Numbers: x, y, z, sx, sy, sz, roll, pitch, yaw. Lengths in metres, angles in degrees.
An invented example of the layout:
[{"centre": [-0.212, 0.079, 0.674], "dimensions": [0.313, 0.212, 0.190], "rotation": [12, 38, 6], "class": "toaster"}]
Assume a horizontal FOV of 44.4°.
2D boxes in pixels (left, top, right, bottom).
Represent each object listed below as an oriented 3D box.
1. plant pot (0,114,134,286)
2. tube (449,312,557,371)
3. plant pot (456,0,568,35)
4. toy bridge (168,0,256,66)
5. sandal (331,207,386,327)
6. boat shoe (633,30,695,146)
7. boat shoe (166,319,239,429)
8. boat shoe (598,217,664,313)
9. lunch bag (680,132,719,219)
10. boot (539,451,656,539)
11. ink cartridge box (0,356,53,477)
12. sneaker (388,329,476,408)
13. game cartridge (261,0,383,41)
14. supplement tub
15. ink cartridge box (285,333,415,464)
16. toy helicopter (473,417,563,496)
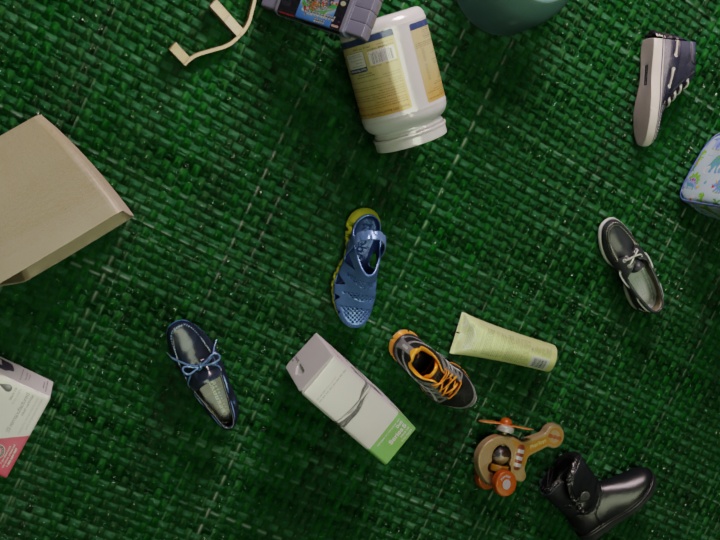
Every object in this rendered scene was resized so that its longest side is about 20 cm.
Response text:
[{"centre": [-0.469, -0.108, 1.284], "dimensions": [0.198, 0.200, 0.179], "rotation": [-32, 96, -8], "class": "plant pot"}, {"centre": [0.262, 0.136, 1.609], "dimensions": [0.196, 0.052, 0.059], "rotation": [15, 55, -15], "class": "tube"}, {"centre": [0.266, -0.490, 1.427], "dimensions": [0.196, 0.161, 0.205], "rotation": [-3, 102, -16], "class": "plant pot"}, {"centre": [-0.209, -0.394, 1.380], "dimensions": [0.200, 0.027, 0.067], "rotation": [-47, 111, -3], "class": "toy bridge"}, {"centre": [0.000, 0.000, 1.485], "dimensions": [0.078, 0.087, 0.204], "rotation": [3, 102, -18], "class": "sandal"}, {"centre": [0.551, -0.323, 1.583], "dimensions": [0.091, 0.075, 0.205], "rotation": [3, 99, -8], "class": "boat shoe"}, {"centre": [-0.249, 0.170, 1.454], "dimensions": [0.084, 0.069, 0.202], "rotation": [-35, 107, -7], "class": "boat shoe"}, {"centre": [0.509, -0.009, 1.641], "dimensions": [0.075, 0.060, 0.201], "rotation": [-38, 108, -6], "class": "boat shoe"}, {"centre": [0.684, -0.169, 1.586], "dimensions": [0.082, 0.200, 0.163], "rotation": [27, 92, -19], "class": "lunch bag"}, {"centre": [0.457, 0.408, 1.697], "dimensions": [0.199, 0.076, 0.169], "rotation": [-39, 112, 1], "class": "boot"}, {"centre": [-0.597, 0.201, 1.353], "dimensions": [0.198, 0.084, 0.146], "rotation": [30, 91, -19], "class": "ink cartridge box"}, {"centre": [0.134, 0.187, 1.563], "dimensions": [0.199, 0.077, 0.079], "rotation": [37, 88, -20], "class": "sneaker"}, {"centre": [-0.053, -0.435, 1.348], "dimensions": [0.198, 0.038, 0.132], "rotation": [24, 91, 26], "class": "game cartridge"}, {"centre": [0.057, -0.303, 1.412], "dimensions": [0.142, 0.144, 0.204], "rotation": [-19, 105, -11], "class": "supplement tub"}, {"centre": [-0.019, 0.214, 1.488], "dimensions": [0.200, 0.145, 0.084], "rotation": [44, 87, -19], "class": "ink cartridge box"}, {"centre": [0.295, 0.325, 1.650], "dimensions": [0.197, 0.079, 0.135], "rotation": [-17, 96, -23], "class": "toy helicopter"}]
